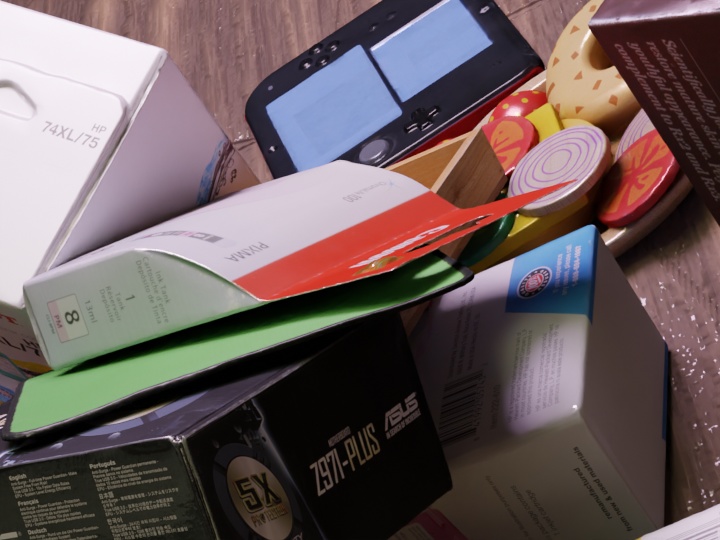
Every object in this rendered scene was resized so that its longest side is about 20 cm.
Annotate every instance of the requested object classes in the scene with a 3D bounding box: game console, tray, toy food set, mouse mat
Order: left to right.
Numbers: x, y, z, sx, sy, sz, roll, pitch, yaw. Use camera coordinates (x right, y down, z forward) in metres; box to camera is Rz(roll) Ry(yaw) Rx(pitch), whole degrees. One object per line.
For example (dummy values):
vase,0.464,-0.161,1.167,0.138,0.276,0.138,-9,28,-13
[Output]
mouse mat,-0.054,0.027,0.944,0.198,0.008,0.161,-18,7,-4
tray,0.000,0.000,1.109,0.098,0.037,0.200,-22,18,29
game console,0.015,-0.114,1.404,0.176,0.031,0.200,-37,30,6
toy food set,0.113,-0.067,1.207,0.199,0.049,0.199,-32,30,12

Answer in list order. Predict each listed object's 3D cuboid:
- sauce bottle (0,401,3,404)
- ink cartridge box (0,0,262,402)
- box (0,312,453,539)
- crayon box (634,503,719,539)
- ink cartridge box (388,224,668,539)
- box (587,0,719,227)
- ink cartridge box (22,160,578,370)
sauce bottle,-0.254,0.087,1.337,0.066,0.066,0.200,-19,12,32
ink cartridge box,-0.149,-0.018,1.134,0.146,0.200,0.147,18,70,28
box,-0.090,0.092,0.928,0.199,0.087,0.163,-12,10,35
crayon box,0.080,0.184,0.900,0.199,0.051,0.128,-25,33,23
ink cartridge box,0.037,0.084,1.043,0.199,0.085,0.145,-23,29,23
box,0.244,-0.128,1.021,0.163,0.166,0.201,1,48,48
ink cartridge box,-0.028,-0.018,0.993,0.199,0.058,0.162,-21,3,37
